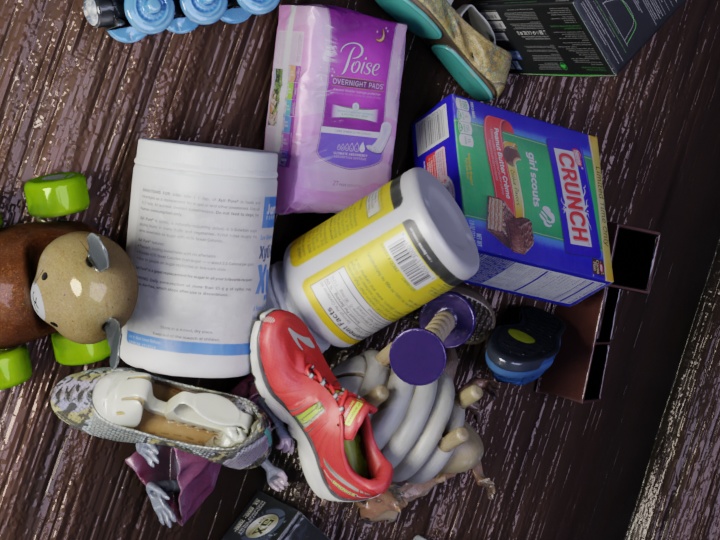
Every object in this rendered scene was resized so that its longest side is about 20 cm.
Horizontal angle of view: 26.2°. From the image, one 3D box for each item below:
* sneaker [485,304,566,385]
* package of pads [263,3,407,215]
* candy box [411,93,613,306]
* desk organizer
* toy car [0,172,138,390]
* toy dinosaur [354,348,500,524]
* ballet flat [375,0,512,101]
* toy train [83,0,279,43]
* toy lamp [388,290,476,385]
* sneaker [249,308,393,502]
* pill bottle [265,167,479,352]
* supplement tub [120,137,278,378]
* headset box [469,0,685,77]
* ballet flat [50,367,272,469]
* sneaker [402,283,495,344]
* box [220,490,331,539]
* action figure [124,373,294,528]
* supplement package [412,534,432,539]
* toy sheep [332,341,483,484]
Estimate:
[{"bbox_3d":[0.163,0.094,1.588,0.079,0.066,0.200,-66,169,15],"label":"sneaker"},{"bbox_3d":[-0.025,-0.149,1.474,0.120,0.076,0.201,3,96,-36],"label":"package of pads"},{"bbox_3d":[0.155,-0.068,1.566,0.199,0.077,0.170,13,63,-35],"label":"candy box"},{"bbox_3d":[0.259,0.045,1.687,0.071,0.077,0.201,10,93,-33],"label":"desk organizer"},{"bbox_3d":[-0.249,0.018,1.282,0.157,0.200,0.165,-16,106,-30],"label":"toy car"},{"bbox_3d":[0.066,0.164,1.583,0.135,0.086,0.201,6,83,-12],"label":"toy dinosaur"},{"bbox_3d":[0.084,-0.247,1.535,0.200,0.071,0.071,40,76,-37],"label":"ballet flat"},{"bbox_3d":[-0.156,-0.270,1.369,0.199,0.087,0.115,-15,97,-28],"label":"toy train"},{"bbox_3d":[0.071,0.058,1.427,0.200,0.058,0.059,-42,130,-72],"label":"toy lamp"},{"bbox_3d":[-0.027,0.117,1.383,0.077,0.085,0.201,-44,114,-41],"label":"sneaker"},{"bbox_3d":[0.000,0.000,1.440,0.199,0.115,0.114,-30,120,19],"label":"pill bottle"},{"bbox_3d":[-0.145,-0.012,1.386,0.131,0.132,0.201,3,97,-33],"label":"supplement tub"},{"bbox_3d":[0.240,-0.295,1.563,0.200,0.174,0.093,-47,118,-19],"label":"headset box"},{"bbox_3d":[-0.171,0.118,1.345,0.199,0.072,0.072,14,90,-1],"label":"ballet flat"},{"bbox_3d":[0.041,0.014,1.554,0.199,0.076,0.071,32,94,-13],"label":"sneaker"},{"bbox_3d":[-0.067,0.346,1.521,0.164,0.086,0.200,-52,120,-16],"label":"box"},{"bbox_3d":[-0.131,0.148,1.462,0.149,0.134,0.200,44,52,14],"label":"action figure"},{"bbox_3d":[0.144,0.397,1.597,0.191,0.200,0.148,33,80,-33],"label":"supplement package"},{"bbox_3d":[0.031,0.134,1.477,0.199,0.138,0.138,32,80,-12],"label":"toy sheep"}]
